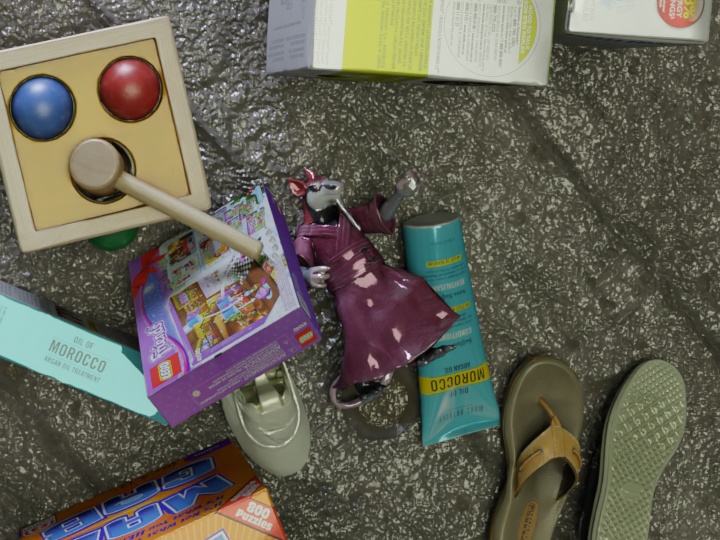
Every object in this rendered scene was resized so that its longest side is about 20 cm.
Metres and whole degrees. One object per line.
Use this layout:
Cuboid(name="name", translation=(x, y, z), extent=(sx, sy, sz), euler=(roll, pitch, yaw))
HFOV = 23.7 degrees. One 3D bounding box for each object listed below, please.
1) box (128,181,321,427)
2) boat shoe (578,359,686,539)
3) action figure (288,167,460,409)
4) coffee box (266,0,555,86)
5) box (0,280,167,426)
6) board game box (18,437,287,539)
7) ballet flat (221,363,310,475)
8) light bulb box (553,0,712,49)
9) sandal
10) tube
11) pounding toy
Cuboid(name="box", translation=(-0.112, 0.023, 1.366), extent=(0.136, 0.200, 0.039), euler=(-30, 122, 7))
Cuboid(name="boat shoe", translation=(0.242, 0.176, 1.552), extent=(0.074, 0.062, 0.201), euler=(19, 77, -10))
Cuboid(name="action figure", translation=(0.000, 0.000, 1.468), extent=(0.133, 0.149, 0.201), euler=(-28, 82, -20))
Cuboid(name="coffee box", translation=(0.040, -0.252, 1.383), extent=(0.196, 0.200, 0.202), euler=(2, 95, -13))
Cuboid(name="box", translation=(-0.244, 0.062, 1.413), extent=(0.199, 0.082, 0.049), euler=(24, 92, -14))
Cuboid(name="board game box", translation=(-0.147, 0.284, 1.400), extent=(0.199, 0.200, 0.201), euler=(-23, 100, -9))
Cuboid(name="ballet flat", translation=(-0.089, 0.087, 1.461), extent=(0.069, 0.069, 0.201), euler=(-18, 100, -11))
Cuboid(name="light bulb box", translation=(0.199, -0.286, 1.417), extent=(0.124, 0.200, 0.200), euler=(2, 95, -13))
Cuboid(name="sandal", translation=(0.162, 0.177, 1.530), extent=(0.080, 0.054, 0.202), euler=(8, 95, -23))
Cuboid(name="tube", translation=(0.076, 0.051, 1.509), extent=(0.077, 0.050, 0.201), euler=(-12, 105, -10))
Cuboid(name="pounding toy", translation=(-0.195, -0.091, 1.372), extent=(0.183, 0.142, 0.201), euler=(-14, 96, -11))
